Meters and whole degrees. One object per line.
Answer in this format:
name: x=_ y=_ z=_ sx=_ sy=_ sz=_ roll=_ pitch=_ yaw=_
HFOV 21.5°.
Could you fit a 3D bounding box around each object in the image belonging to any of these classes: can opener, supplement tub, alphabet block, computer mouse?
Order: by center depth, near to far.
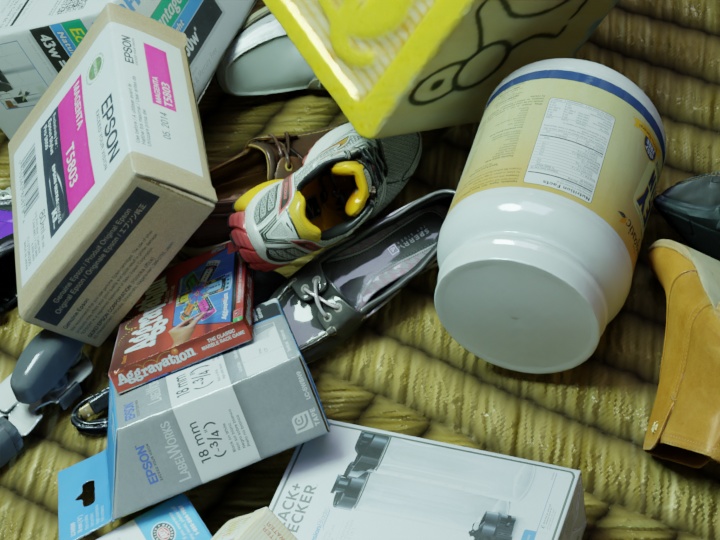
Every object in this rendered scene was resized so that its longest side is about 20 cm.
supplement tub: x=0.137 y=-0.040 z=1.383 sx=0.143 sy=0.145 sz=0.201 roll=7 pitch=51 yaw=18
can opener: x=-0.279 y=0.110 z=1.390 sx=0.053 sy=0.067 sz=0.200 roll=27 pitch=57 yaw=32
computer mouse: x=-0.136 y=0.057 z=1.431 sx=0.199 sy=0.034 sz=0.059 roll=-37 pitch=52 yaw=-20
alphabet block: x=0.064 y=-0.240 z=1.471 sx=0.199 sy=0.196 sz=0.197 roll=-12 pitch=58 yaw=-47

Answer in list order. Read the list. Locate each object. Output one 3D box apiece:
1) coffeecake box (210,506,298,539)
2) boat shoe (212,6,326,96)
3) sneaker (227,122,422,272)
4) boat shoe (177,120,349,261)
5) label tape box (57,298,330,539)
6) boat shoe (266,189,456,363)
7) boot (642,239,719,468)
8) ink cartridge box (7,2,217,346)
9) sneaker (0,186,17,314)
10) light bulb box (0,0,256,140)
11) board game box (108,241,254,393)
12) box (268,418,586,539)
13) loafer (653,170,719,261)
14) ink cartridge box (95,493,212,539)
coffeecake box: x=-0.081 y=0.271 z=1.144 sx=0.154 sy=0.073 sz=0.200 roll=47 pitch=63 yaw=-6
boat shoe: x=-0.028 y=-0.191 z=1.604 sx=0.198 sy=0.075 sz=0.069 roll=-22 pitch=42 yaw=-9
sneaker: x=-0.009 y=-0.061 z=1.439 sx=0.082 sy=0.078 sz=0.200 roll=-16 pitch=18 yaw=44
boat shoe: x=-0.062 y=-0.073 z=1.509 sx=0.199 sy=0.068 sz=0.072 roll=-25 pitch=48 yaw=-11
label tape box: x=-0.130 y=0.101 z=1.318 sx=0.198 sy=0.064 sz=0.144 roll=-23 pitch=17 yaw=-3
boat shoe: x=0.000 y=0.000 z=1.425 sx=0.199 sy=0.057 sz=0.067 roll=-35 pitch=75 yaw=-19
boot: x=0.225 y=0.059 z=1.320 sx=0.070 sy=0.201 sz=0.145 roll=23 pitch=89 yaw=-14
ink cartridge box: x=-0.191 y=-0.073 z=1.416 sx=0.075 sy=0.165 sz=0.201 roll=21 pitch=35 yaw=-31
sneaker: x=-0.318 y=-0.007 z=1.504 sx=0.198 sy=0.070 sz=0.100 roll=-9 pitch=49 yaw=5
light bulb box: x=-0.210 y=-0.220 z=1.595 sx=0.199 sy=0.125 sz=0.199 roll=-5 pitch=45 yaw=37
board game box: x=-0.128 y=0.029 z=1.389 sx=0.102 sy=0.020 sz=0.200 roll=-24 pitch=17 yaw=5
box: x=0.040 y=0.176 z=1.265 sx=0.198 sy=0.060 sz=0.117 roll=10 pitch=51 yaw=21
loafer: x=0.276 y=-0.043 z=1.357 sx=0.072 sy=0.073 sz=0.200 roll=-49 pitch=20 yaw=-6
ink cartridge box: x=-0.172 y=0.249 z=1.241 sx=0.199 sy=0.067 sz=0.116 roll=-27 pitch=49 yaw=-14
